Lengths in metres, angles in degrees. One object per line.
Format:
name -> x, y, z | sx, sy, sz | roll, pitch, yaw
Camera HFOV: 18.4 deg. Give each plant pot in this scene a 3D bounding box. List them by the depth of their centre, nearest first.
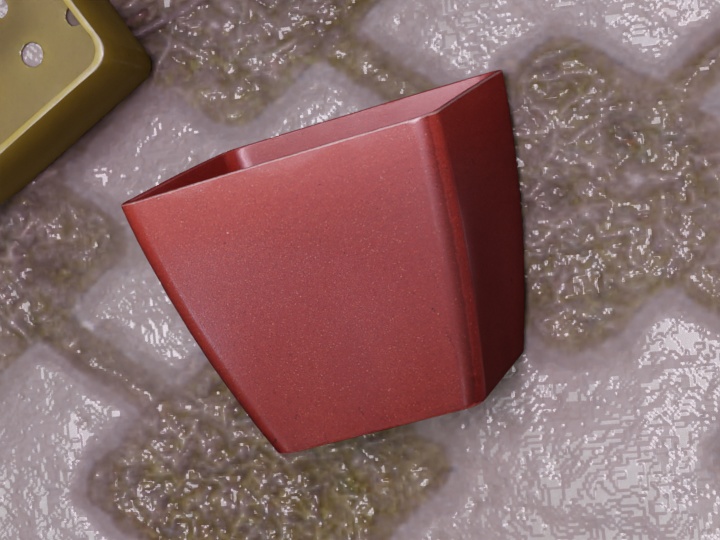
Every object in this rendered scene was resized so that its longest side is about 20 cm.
plant pot -> 0.000, 0.000, 1.353 | 0.199, 0.200, 0.177 | -15, 98, 18
plant pot -> -0.252, -0.146, 1.436 | 0.200, 0.176, 0.200 | -40, 80, 15
